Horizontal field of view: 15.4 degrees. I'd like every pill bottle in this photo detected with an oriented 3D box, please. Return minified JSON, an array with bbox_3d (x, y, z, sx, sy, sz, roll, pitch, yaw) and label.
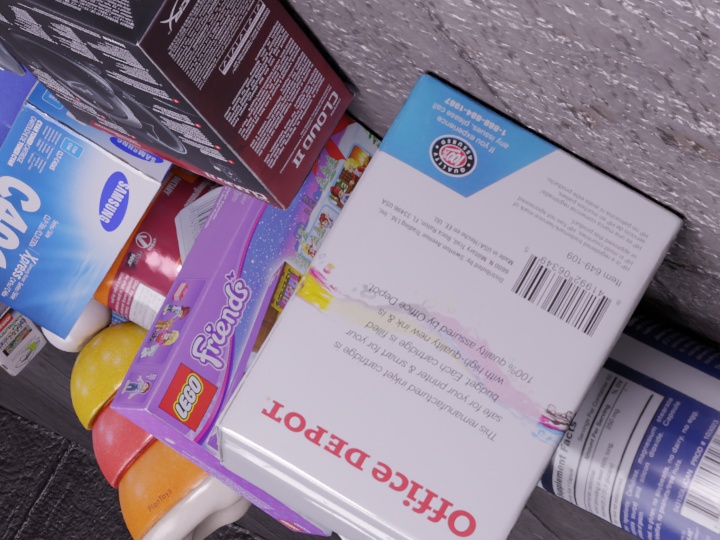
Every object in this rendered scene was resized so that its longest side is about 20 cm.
[{"bbox_3d":[-0.073,0.014,1.739,0.200,0.110,0.110,29,169,5],"label":"pill bottle"},{"bbox_3d":[0.153,0.085,1.456,0.200,0.111,0.111,27,168,22],"label":"pill bottle"}]

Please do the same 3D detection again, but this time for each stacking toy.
[{"bbox_3d":[-0.142,0.081,1.775,0.200,0.146,0.146,51,171,7],"label":"stacking toy"}]

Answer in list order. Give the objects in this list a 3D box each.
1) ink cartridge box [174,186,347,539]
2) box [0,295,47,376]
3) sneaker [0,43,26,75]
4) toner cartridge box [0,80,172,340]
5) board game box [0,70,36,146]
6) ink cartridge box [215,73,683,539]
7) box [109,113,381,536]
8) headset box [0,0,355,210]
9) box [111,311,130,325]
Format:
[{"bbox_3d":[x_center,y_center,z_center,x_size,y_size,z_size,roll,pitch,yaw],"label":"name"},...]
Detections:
[{"bbox_3d":[-0.035,0.068,1.550,0.200,0.043,0.198,58,-175,-22],"label":"ink cartridge box"},{"bbox_3d":[-0.300,-0.016,1.773,0.200,0.035,0.110,41,171,13],"label":"box"},{"bbox_3d":[-0.201,-0.137,1.453,0.129,0.080,0.199,34,154,11],"label":"sneaker"},{"bbox_3d":[-0.183,-0.041,1.628,0.095,0.043,0.200,30,143,-5],"label":"toner cartridge box"},{"bbox_3d":[-0.275,-0.102,1.782,0.159,0.097,0.200,35,168,-24],"label":"board game box"},{"bbox_3d":[0.039,0.038,1.313,0.147,0.200,0.146,30,169,3],"label":"ink cartridge box"},{"bbox_3d":[-0.031,0.021,1.420,0.137,0.200,0.039,38,159,-30],"label":"box"},{"bbox_3d":[-0.105,-0.116,1.328,0.149,0.077,0.200,24,168,31],"label":"headset box"},{"bbox_3d":[-0.137,-0.002,1.859,0.200,0.100,0.096,29,166,8],"label":"box"}]
